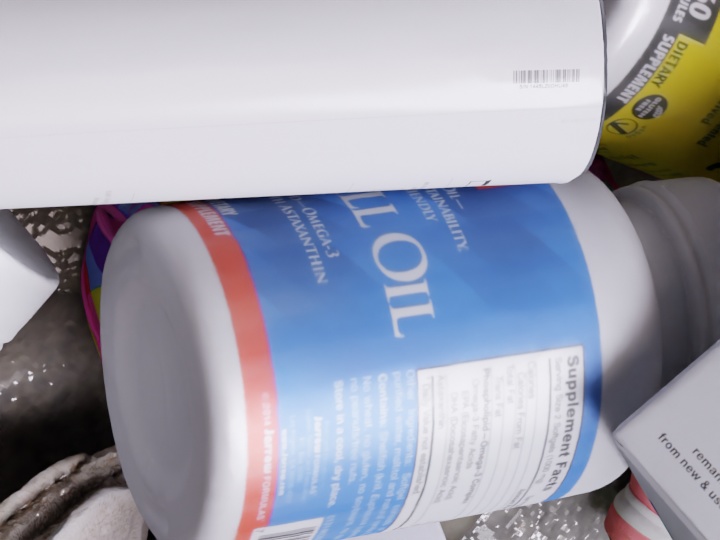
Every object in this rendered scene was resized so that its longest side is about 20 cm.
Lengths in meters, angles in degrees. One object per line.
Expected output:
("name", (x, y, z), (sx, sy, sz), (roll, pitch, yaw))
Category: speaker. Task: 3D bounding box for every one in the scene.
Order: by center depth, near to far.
("speaker", (-0.031, -0.061, 0.889), (0.198, 0.081, 0.082), (-3, 119, -11))

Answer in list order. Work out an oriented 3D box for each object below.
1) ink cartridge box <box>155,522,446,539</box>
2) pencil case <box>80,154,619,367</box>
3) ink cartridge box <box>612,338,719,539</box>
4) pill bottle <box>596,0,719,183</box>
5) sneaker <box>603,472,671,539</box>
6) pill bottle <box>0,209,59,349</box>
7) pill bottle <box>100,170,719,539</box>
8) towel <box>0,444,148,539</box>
("ink cartridge box", (-0.020, 0.146, 1.045), (0.076, 0.137, 0.200), (-14, 155, -17))
("pencil case", (0.000, 0.000, 1.034), (0.199, 0.088, 0.089), (-11, 121, -24))
("ink cartridge box", (0.189, 0.035, 0.931), (0.200, 0.084, 0.145), (-40, 155, -2))
("pill bottle", (0.140, -0.079, 1.043), (0.199, 0.111, 0.112), (18, 108, -33))
("sneaker", (0.197, 0.080, 1.183), (0.199, 0.074, 0.087), (1, 115, -26))
("pill bottle", (-0.194, 0.046, 0.943), (0.200, 0.120, 0.120), (-46, 127, 4))
("pill bottle", (0.026, 0.022, 0.942), (0.199, 0.112, 0.113), (-9, 121, -23))
("towel", (-0.145, 0.151, 1.013), (0.200, 0.034, 0.133), (-37, 149, -37))
